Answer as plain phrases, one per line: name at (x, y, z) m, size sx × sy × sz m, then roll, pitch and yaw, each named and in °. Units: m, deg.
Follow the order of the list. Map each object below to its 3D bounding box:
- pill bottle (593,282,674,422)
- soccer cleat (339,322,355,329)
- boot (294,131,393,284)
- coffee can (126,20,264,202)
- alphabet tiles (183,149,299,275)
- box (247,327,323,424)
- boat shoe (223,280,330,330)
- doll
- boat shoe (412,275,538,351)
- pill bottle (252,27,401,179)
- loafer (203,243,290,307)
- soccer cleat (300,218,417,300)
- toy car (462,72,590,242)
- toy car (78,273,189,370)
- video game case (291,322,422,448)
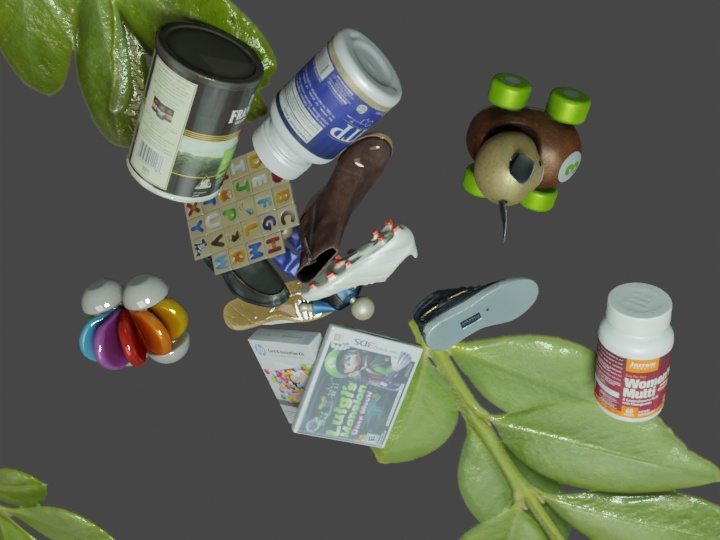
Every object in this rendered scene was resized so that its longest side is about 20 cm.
pill bottle at (0.422, 0.127, 1.064) m, size 0.108 × 0.110 × 0.202 m, roll 0°, pitch 124°, yaw 13°
soccer cleat at (-0.033, 0.182, 1.242) m, size 0.083 × 0.065 × 0.202 m, roll 2°, pitch 125°, yaw 15°
boot at (-0.023, -0.087, 0.984) m, size 0.072 × 0.168 × 0.200 m, roll 29°, pitch 131°, yaw -24°
coffee can at (-0.235, -0.219, 0.962) m, size 0.145 × 0.147 × 0.201 m, roll 26°, pitch 127°, yaw -5°
alphabet tiles at (-0.188, -0.091, 1.063) m, size 0.198 × 0.006 × 0.168 m, roll -16°, pitch 81°, yaw 24°
box at (-0.102, 0.199, 1.246) m, size 0.155 × 0.041 × 0.202 m, roll 1°, pitch 121°, yaw 39°
boat shoe at (-0.133, 0.055, 1.181) m, size 0.197 × 0.069 × 0.072 m, roll -8°, pitch 92°, yaw -1°
doll at (-0.060, 0.013, 1.125) m, size 0.199 × 0.048 × 0.137 m, roll 37°, pitch 100°, yaw -8°
boat shoe at (0.178, 0.049, 1.101) m, size 0.198 × 0.091 × 0.071 m, roll -25°, pitch 120°, yaw -3°
pill bottle at (-0.052, -0.217, 0.935) m, size 0.120 × 0.120 × 0.199 m, roll 43°, pitch 123°, yaw -17°
loafer at (-0.189, -0.011, 1.091) m, size 0.199 × 0.073 × 0.073 m, roll 32°, pitch 140°, yaw 30°
soccer cleat at (0.000, 0.000, 1.073) m, size 0.199 × 0.069 × 0.078 m, roll -32°, pitch 121°, yaw 1°
toy car at (0.208, -0.131, 0.881) m, size 0.156 × 0.201 × 0.166 m, roll 14°, pitch 127°, yaw 4°
toy car at (-0.415, 0.112, 1.232) m, size 0.198 × 0.151 × 0.177 m, roll -5°, pitch 123°, yaw 17°
video game case at (-0.004, 0.203, 1.188) m, size 0.180 × 0.023 × 0.202 m, roll 16°, pitch 102°, yaw -24°
